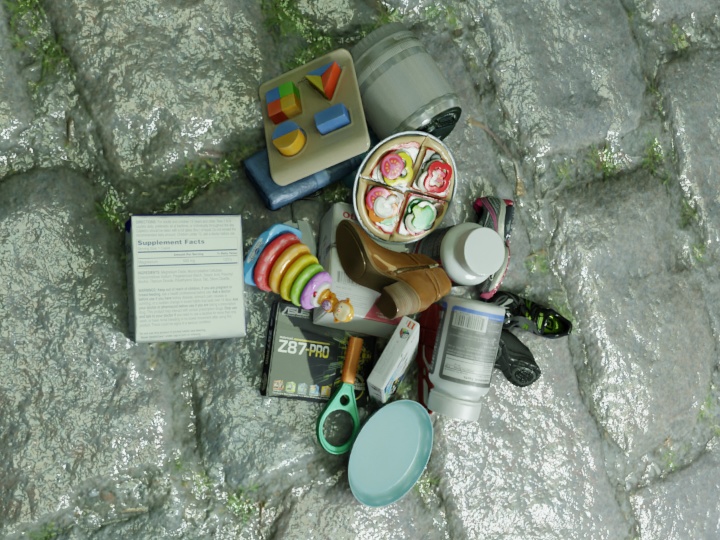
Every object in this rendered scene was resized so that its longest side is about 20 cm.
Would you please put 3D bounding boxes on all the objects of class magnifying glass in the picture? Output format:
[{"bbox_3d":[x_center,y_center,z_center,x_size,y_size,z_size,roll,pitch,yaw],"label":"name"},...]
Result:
[{"bbox_3d":[-0.027,0.218,1.468,0.078,0.022,0.205,15,82,-22],"label":"magnifying glass"}]

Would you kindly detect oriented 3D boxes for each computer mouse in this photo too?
[{"bbox_3d":[-0.110,-0.051,1.489,0.107,0.044,0.205,-5,88,-22],"label":"computer mouse"}]

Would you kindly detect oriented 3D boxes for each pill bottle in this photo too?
[{"bbox_3d":[0.179,-0.027,1.517,0.108,0.199,0.114,1,86,-19],"label":"pill bottle"},{"bbox_3d":[0.182,0.153,1.479,0.111,0.113,0.205,11,92,-20],"label":"pill bottle"}]

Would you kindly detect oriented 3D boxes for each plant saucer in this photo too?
[{"bbox_3d":[0.050,0.324,1.505,0.197,0.027,0.205,-13,112,-35],"label":"plant saucer"}]

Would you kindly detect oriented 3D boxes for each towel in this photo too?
[{"bbox_3d":[-0.102,-0.185,1.481,0.197,0.049,0.113,-27,69,-22],"label":"towel"}]

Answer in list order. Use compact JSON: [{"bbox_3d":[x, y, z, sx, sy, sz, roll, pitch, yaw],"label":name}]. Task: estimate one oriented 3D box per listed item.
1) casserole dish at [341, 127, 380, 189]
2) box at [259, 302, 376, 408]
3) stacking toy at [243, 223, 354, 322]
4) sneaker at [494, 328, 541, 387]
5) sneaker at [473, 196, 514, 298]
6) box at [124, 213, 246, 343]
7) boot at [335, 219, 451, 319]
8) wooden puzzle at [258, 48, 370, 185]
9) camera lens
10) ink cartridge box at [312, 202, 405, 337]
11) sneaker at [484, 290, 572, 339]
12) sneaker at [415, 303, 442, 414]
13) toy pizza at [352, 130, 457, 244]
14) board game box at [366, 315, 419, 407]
[{"bbox_3d":[0.049,-0.201,1.564,0.196,0.039,0.124,12,82,-19],"label":"casserole dish"},{"bbox_3d":[-0.072,0.152,1.489,0.196,0.049,0.165,11,81,-22],"label":"box"},{"bbox_3d":[-0.088,0.022,1.380,0.199,0.109,0.117,37,100,22],"label":"stacking toy"},{"bbox_3d":[0.261,0.145,1.601,0.076,0.092,0.199,-39,122,24],"label":"sneaker"},{"bbox_3d":[0.246,-0.044,1.615,0.073,0.081,0.205,10,69,-4],"label":"sneaker"},{"bbox_3d":[-0.290,0.012,1.382,0.180,0.105,0.205,-2,88,-21],"label":"box"},{"bbox_3d":[0.056,-0.013,1.433,0.153,0.074,0.202,-19,69,-42],"label":"boot"},{"bbox_3d":[-0.087,-0.268,1.425,0.182,0.046,0.204,-20,65,15],"label":"wooden puzzle"},{"bbox_3d":[0.075,-0.314,1.495,0.158,0.160,0.202,-29,79,-20],"label":"camera lens"},{"bbox_3d":[0.000,0.000,1.483,0.143,0.083,0.205,12,66,-20],"label":"ink cartridge box"},{"bbox_3d":[0.327,0.086,1.632,0.196,0.082,0.072,17,81,-19],"label":"sneaker"},{"bbox_3d":[0.166,0.162,1.580,0.113,0.078,0.205,-1,99,-30],"label":"sneaker"},{"bbox_3d":[0.081,-0.137,1.436,0.196,0.032,0.205,-9,116,-19],"label":"toy pizza"},{"bbox_3d":[0.059,0.166,1.464,0.034,0.201,0.128,28,74,12],"label":"board game box"}]
